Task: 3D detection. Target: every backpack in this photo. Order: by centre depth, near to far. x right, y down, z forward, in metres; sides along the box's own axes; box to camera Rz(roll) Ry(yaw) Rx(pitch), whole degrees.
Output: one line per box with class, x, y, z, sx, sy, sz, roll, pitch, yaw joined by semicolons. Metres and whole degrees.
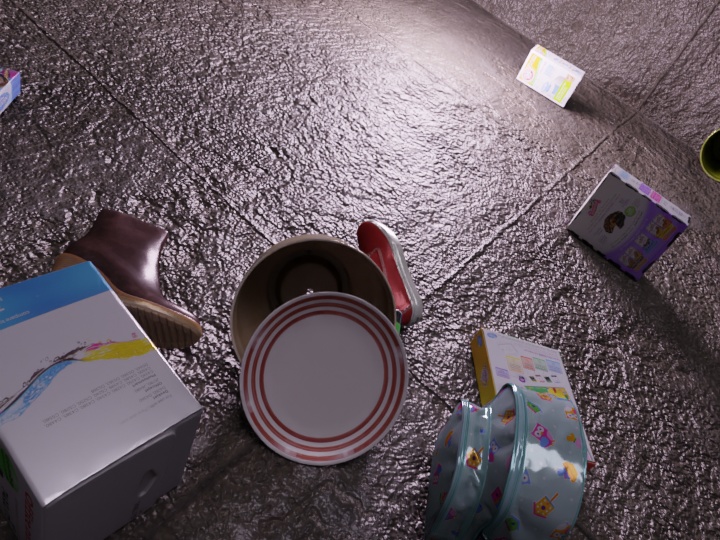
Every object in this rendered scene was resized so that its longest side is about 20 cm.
backpack;0.158;0.226;0.627;0.151;0.202;0.177;25;39;-2

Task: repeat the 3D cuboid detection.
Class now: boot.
boot;-0.273;0.001;0.713;0.196;0.073;0.168;19;42;-6
boot;0.000;0.000;0.883;0.141;0.073;0.203;-1;51;-29

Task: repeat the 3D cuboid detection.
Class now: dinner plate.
dinner plate;-0.041;0.125;0.656;0.196;0.205;0.024;17;3;-13

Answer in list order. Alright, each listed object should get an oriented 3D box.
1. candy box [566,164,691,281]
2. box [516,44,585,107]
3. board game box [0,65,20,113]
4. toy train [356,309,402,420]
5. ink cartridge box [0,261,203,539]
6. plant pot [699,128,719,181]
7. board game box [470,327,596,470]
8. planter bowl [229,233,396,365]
candy box;0.601;-0.108;1.277;0.199;0.169;0.071;40;40;14
box;0.663;-0.681;1.973;0.198;0.114;0.101;35;41;9
board game box;-0.629;-0.257;0.802;0.196;0.044;0.202;15;42;-16
toy train;0.023;0.123;0.754;0.056;0.042;0.203;33;49;-23
ink cartridge box;-0.269;0.128;0.521;0.200;0.148;0.145;43;41;19
plant pot;1.371;-0.443;2.086;0.200;0.202;0.192;40;35;15
board game box;0.251;0.192;0.847;0.150;0.041;0.202;17;41;-14
planter bowl;-0.063;0.044;0.723;0.196;0.204;0.135;17;12;-13
